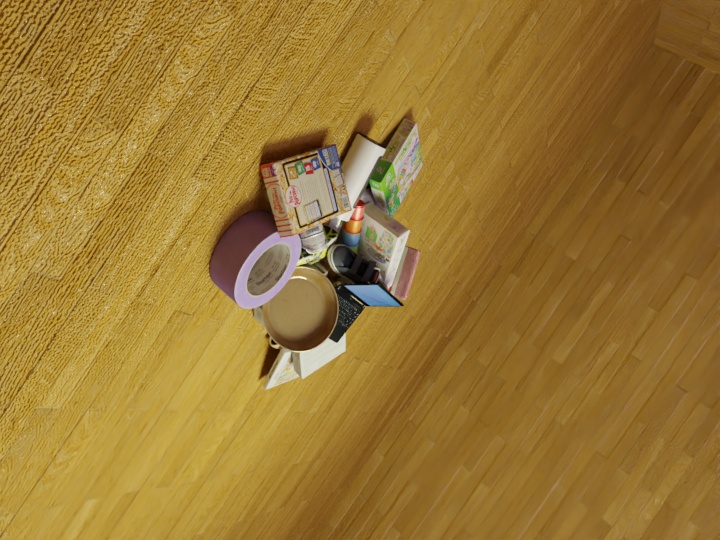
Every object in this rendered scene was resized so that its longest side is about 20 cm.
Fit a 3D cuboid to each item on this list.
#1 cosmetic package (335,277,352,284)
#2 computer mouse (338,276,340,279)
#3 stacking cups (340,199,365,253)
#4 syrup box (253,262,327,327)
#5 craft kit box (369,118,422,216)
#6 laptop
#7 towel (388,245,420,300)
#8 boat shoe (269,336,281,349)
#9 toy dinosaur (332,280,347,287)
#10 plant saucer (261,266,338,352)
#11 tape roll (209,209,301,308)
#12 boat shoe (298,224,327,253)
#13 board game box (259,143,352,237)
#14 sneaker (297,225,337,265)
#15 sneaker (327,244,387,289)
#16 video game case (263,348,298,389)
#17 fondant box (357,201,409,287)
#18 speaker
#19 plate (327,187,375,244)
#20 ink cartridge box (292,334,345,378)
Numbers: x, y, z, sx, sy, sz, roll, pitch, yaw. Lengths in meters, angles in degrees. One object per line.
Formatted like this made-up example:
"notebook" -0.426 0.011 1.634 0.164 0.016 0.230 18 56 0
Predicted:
"cosmetic package" -0.094 0.115 1.744 0.199 0.071 0.106 -39 155 -9
"computer mouse" -0.022 0.026 1.842 0.201 0.046 0.141 -52 156 -7
"stacking cups" -0.020 -0.091 1.588 0.060 0.060 0.202 -31 148 -43
"syrup box" -0.175 0.060 1.542 0.200 0.081 0.079 -43 159 -30
"craft kit box" 0.099 -0.269 1.645 0.202 0.048 0.198 -60 157 -16
"laptop" -0.010 0.114 1.573 0.201 0.103 0.177 -51 147 -1
"towel" 0.068 -0.015 1.726 0.023 0.197 0.147 9 100 -58
"boat shoe" -0.178 0.131 1.645 0.202 0.073 0.069 -57 163 6
"toy dinosaur" -0.100 0.086 1.613 0.201 0.058 0.101 -51 158 19
"plant saucer" -0.148 0.092 1.463 0.200 0.201 0.035 -45 -161 -21
"tape roll" -0.227 -0.024 1.329 0.200 0.084 0.202 -43 154 -27
"boat shoe" -0.114 -0.071 1.401 0.072 0.067 0.200 -21 -172 -3
"board game box" -0.110 -0.174 1.299 0.199 0.046 0.155 -28 109 -47
"sneaker" -0.130 -0.042 1.506 0.199 0.075 0.077 -28 145 -44
"sneaker" 0.000 0.000 1.567 0.200 0.078 0.080 42 62 -38
"video game case" -0.171 0.256 1.751 0.198 0.023 0.183 -16 148 -41
"fondant box" 0.041 -0.060 1.643 0.058 0.144 0.202 -31 149 -40
"speaker" -0.019 -0.224 1.471 0.202 0.081 0.081 -61 156 14
"plate" -0.020 -0.130 1.655 0.198 0.032 0.202 -13 134 -59
"ink cartridge box" -0.113 0.179 1.650 0.159 0.047 0.203 -29 138 -30
